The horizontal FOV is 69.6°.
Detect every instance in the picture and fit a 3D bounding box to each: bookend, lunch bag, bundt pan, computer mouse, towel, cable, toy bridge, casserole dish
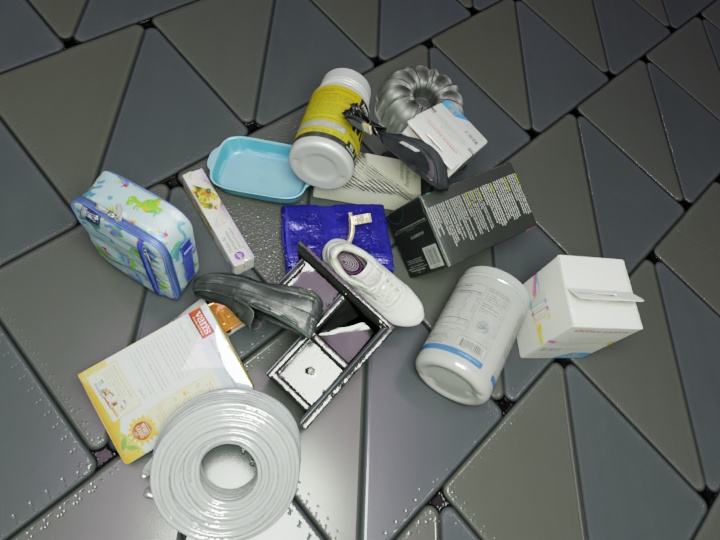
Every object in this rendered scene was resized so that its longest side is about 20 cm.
[{"bbox_3d":[-0.087,0.099,0.799,0.200,0.092,0.199,43,76,8],"label":"bookend"},{"bbox_3d":[-0.322,-0.044,0.771,0.160,0.200,0.083,30,62,1],"label":"lunch bag"},{"bbox_3d":[0.132,-0.356,1.104,0.200,0.076,0.203,5,65,-11],"label":"bundt pan"},{"bbox_3d":[0.061,-0.205,0.816,0.200,0.046,0.140,46,19,28],"label":"computer mouse"},{"bbox_3d":[-0.041,-0.058,0.933,0.199,0.050,0.149,-3,66,-15],"label":"towel"},{"bbox_3d":[-0.177,0.259,0.695,0.199,0.069,0.201,27,90,-9],"label":"cable"},{"bbox_3d":[0.000,0.000,0.886,0.067,0.027,0.201,-11,92,-11],"label":"toy bridge"},{"bbox_3d":[-0.179,-0.180,0.951,0.199,0.039,0.122,11,63,2],"label":"casserole dish"}]

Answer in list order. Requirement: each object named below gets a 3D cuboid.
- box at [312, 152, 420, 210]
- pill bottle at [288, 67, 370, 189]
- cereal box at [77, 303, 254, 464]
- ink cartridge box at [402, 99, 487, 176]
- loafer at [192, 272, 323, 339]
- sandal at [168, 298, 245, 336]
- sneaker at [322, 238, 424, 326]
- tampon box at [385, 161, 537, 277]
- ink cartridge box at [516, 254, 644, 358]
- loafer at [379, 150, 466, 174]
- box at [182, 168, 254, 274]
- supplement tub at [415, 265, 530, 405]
[{"bbox_3d":[0.012,-0.173,0.990,0.199,0.068,0.083,7,62,-10],"label":"box"},{"bbox_3d":[-0.047,-0.253,0.912,0.114,0.114,0.201,17,60,-5],"label":"pill bottle"},{"bbox_3d":[-0.273,0.158,0.743,0.199,0.040,0.144,-29,85,-12],"label":"cereal box"},{"bbox_3d":[0.142,-0.229,0.938,0.116,0.067,0.200,47,40,1],"label":"ink cartridge box"},{"bbox_3d":[-0.153,0.050,0.741,0.199,0.068,0.071,11,69,11],"label":"loafer"},{"bbox_3d":[-0.228,0.070,0.819,0.206,0.059,0.079,-34,76,-25],"label":"sandal"},{"bbox_3d":[0.021,0.027,0.825,0.200,0.100,0.075,37,87,-8],"label":"sneaker"},{"bbox_3d":[0.177,-0.088,0.929,0.199,0.150,0.127,-22,90,-21],"label":"tampon box"},{"bbox_3d":[0.367,0.064,0.888,0.128,0.200,0.126,3,64,-13],"label":"ink cartridge box"},{"bbox_3d":[0.131,-0.233,1.051,0.199,0.063,0.072,-4,65,-16],"label":"loafer"},{"bbox_3d":[-0.248,-0.087,0.901,0.039,0.041,0.201,-27,75,-23],"label":"box"},{"bbox_3d":[0.189,0.107,0.864,0.132,0.132,0.200,33,61,3],"label":"supplement tub"}]
